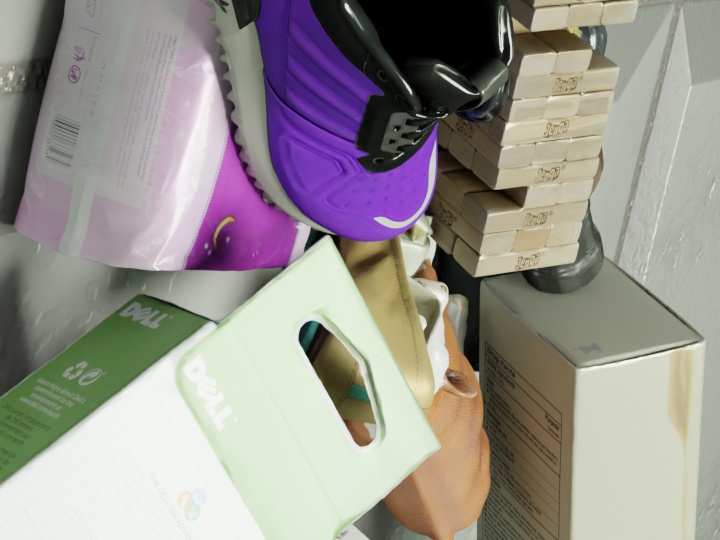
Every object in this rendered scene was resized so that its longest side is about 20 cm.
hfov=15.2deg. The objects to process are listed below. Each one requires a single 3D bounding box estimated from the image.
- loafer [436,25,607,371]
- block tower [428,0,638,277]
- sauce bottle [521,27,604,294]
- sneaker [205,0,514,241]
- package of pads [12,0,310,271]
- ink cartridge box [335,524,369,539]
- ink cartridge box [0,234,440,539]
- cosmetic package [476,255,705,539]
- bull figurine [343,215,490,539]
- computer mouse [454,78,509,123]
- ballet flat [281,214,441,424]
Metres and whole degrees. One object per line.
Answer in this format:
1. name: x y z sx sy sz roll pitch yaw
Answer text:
1. loafer: 0.060 -0.043 1.291 0.070 0.068 0.201 -6 121 -34
2. block tower: 0.071 -0.098 1.068 0.058 0.054 0.201 -8 125 -33
3. sauce bottle: 0.072 -0.066 1.190 0.065 0.065 0.200 -57 150 -29
4. sneaker: 0.009 -0.068 0.921 0.070 0.099 0.200 -53 147 -24
5. package of pads: -0.052 -0.099 0.984 0.120 0.075 0.201 -5 112 -61
6. ink cartridge box: -0.064 0.208 1.097 0.146 0.084 0.200 -37 161 -50
7. ink cartridge box: -0.078 0.079 0.962 0.200 0.059 0.104 -39 118 -20
8. cosmetic package: 0.107 0.106 1.288 0.071 0.105 0.201 -11 119 -21
9. bull figurine: 0.021 0.043 1.205 0.200 0.065 0.122 79 7 -55
10. computer mouse: 0.011 -0.116 1.061 0.200 0.052 0.139 158 -66 -75
11. ballet flat: 0.000 0.000 1.083 0.200 0.063 0.069 -89 -156 -56
